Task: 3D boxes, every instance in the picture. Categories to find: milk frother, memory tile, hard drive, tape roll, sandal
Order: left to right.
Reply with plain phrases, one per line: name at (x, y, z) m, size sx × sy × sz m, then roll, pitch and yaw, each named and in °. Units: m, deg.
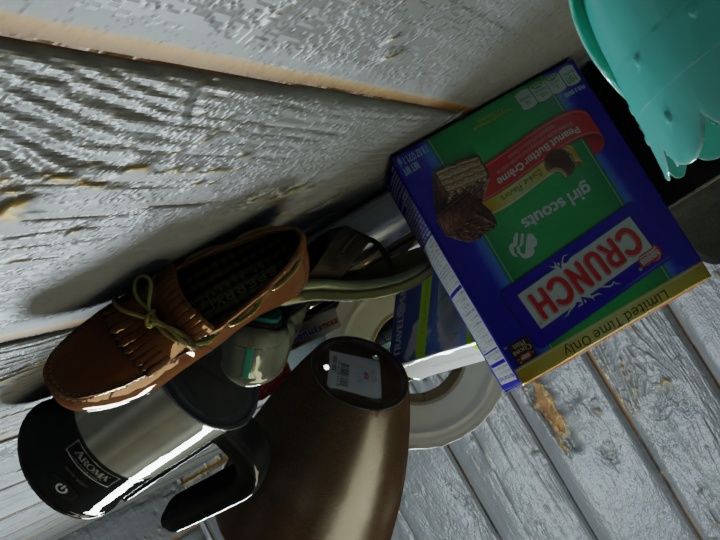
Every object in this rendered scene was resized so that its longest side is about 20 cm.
milk frother at (-0.172, 0.112, 0.850) m, size 0.188 × 0.180 × 0.201 m, roll -33°, pitch -146°, yaw 27°
sandal at (-0.026, -0.006, 0.752) m, size 0.200 × 0.058 × 0.080 m, roll -5°, pitch -174°, yaw -23°
memory tile at (0.000, 0.000, 0.974) m, size 0.153 × 0.017 × 0.200 m, roll -31°, pitch 180°, yaw 27°
hard drive at (0.031, -0.051, 0.855) m, size 0.199 × 0.026 × 0.132 m, roll -30°, pitch 172°, yaw 3°
tape roll at (0.059, 0.090, 1.017) m, size 0.202 × 0.203 × 0.071 m, roll -30°, pitch -179°, yaw 0°

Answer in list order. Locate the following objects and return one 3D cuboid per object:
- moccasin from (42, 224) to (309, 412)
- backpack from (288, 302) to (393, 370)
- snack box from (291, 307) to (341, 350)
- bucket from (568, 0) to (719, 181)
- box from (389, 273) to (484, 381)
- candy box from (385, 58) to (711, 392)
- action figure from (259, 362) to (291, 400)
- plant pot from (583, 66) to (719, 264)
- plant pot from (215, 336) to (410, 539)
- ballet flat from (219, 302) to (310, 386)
moccasin at (-0.122, 0.029, 0.643) m, size 0.200 × 0.074 × 0.078 m, roll -25°, pitch 162°, yaw -17°
backpack at (-0.030, 0.099, 1.139) m, size 0.199 × 0.154 × 0.176 m, roll -23°, pitch 177°, yaw -4°
snack box at (-0.108, 0.077, 0.987) m, size 0.072 × 0.024 × 0.199 m, roll -22°, pitch -177°, yaw -41°
bucket at (0.200, -0.152, 0.447) m, size 0.206 × 0.135 × 0.207 m, roll -30°, pitch 172°, yaw -5°
box at (0.092, 0.026, 0.863) m, size 0.047 × 0.123 × 0.200 m, roll 21°, pitch 154°, yaw -29°
candy box at (0.140, -0.033, 0.730) m, size 0.168 × 0.201 × 0.077 m, roll -29°, pitch 172°, yaw -6°
action figure at (-0.128, 0.122, 0.998) m, size 0.065 × 0.052 × 0.200 m, roll -26°, pitch -179°, yaw -38°
plant pot at (0.301, -0.133, 0.790) m, size 0.177 × 0.200 × 0.200 m, roll -3°, pitch 155°, yaw -47°
plant pot at (-0.029, 0.167, 0.888) m, size 0.186 × 0.187 × 0.201 m, roll -22°, pitch 143°, yaw -43°
ballet flat at (-0.084, 0.050, 0.790) m, size 0.067 × 0.064 × 0.200 m, roll 8°, pitch -170°, yaw 2°
